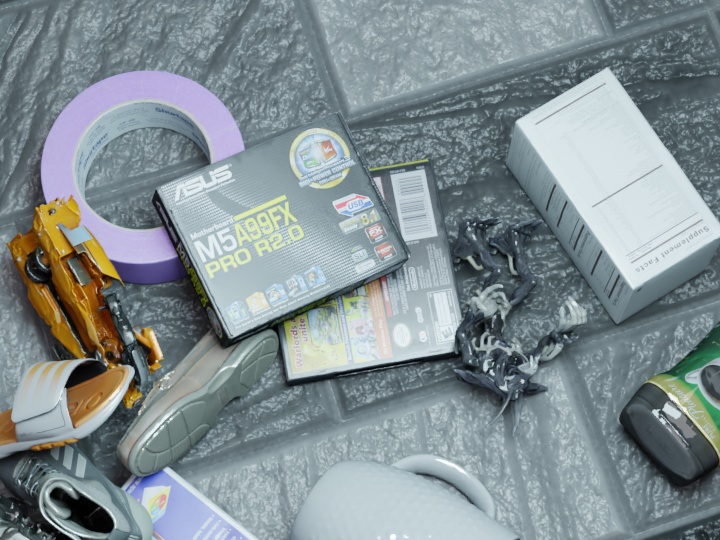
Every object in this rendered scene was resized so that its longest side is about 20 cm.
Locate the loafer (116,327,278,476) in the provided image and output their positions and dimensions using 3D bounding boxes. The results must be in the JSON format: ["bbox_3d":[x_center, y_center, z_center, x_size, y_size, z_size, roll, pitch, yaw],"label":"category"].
[{"bbox_3d":[-0.162,0.114,1.660,0.063,0.072,0.200,30,54,27],"label":"loafer"}]

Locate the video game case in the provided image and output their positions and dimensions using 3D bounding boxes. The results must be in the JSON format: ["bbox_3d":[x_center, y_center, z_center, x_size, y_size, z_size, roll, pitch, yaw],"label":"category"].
[{"bbox_3d":[0.000,0.000,1.729,0.179,0.026,0.201,-9,73,-4],"label":"video game case"}]

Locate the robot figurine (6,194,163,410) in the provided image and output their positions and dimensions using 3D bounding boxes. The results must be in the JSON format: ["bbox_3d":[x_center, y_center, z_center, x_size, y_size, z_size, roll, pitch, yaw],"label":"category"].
[{"bbox_3d":[-0.252,0.037,1.650,0.058,0.145,0.201,-29,86,-34],"label":"robot figurine"}]

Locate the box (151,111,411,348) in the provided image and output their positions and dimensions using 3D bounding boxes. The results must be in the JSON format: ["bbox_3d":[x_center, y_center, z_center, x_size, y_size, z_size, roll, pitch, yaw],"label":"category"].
[{"bbox_3d":[-0.075,-0.040,1.676,0.199,0.044,0.161,-23,82,-19],"label":"box"}]

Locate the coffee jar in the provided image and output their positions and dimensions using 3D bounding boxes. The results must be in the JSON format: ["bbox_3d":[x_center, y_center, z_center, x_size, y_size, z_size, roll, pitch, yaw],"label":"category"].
[{"bbox_3d":[0.342,0.107,1.663,0.200,0.085,0.104,-39,78,-13],"label":"coffee jar"}]

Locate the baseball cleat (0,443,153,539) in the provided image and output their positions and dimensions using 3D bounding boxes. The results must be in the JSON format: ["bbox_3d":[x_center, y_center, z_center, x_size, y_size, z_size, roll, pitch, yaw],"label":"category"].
[{"bbox_3d":[-0.273,0.189,1.591,0.199,0.106,0.070,23,82,31],"label":"baseball cleat"}]

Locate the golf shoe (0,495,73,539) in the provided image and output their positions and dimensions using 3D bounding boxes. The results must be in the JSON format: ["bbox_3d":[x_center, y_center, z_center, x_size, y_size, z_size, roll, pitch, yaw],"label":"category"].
[{"bbox_3d":[-0.310,0.264,1.594,0.199,0.078,0.095,21,84,40],"label":"golf shoe"}]

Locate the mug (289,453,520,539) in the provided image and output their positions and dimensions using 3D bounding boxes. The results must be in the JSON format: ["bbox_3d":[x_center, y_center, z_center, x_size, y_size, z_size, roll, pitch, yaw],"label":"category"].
[{"bbox_3d":[0.045,0.241,1.599,0.175,0.148,0.200,31,44,17],"label":"mug"}]

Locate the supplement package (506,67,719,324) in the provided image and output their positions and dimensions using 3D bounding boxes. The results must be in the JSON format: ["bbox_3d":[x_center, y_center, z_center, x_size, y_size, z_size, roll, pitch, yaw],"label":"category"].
[{"bbox_3d":[0.243,-0.070,1.709,0.113,0.110,0.201,-29,74,-10],"label":"supplement package"}]

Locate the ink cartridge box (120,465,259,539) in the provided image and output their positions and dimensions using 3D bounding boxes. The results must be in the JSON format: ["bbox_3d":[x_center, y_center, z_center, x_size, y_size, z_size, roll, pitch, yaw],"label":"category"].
[{"bbox_3d":[-0.179,0.305,1.616,0.200,0.047,0.198,37,74,10],"label":"ink cartridge box"}]

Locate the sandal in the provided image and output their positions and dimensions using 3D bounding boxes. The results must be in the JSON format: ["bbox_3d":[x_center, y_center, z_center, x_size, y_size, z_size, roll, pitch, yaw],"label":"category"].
[{"bbox_3d":[-0.296,0.122,1.594,0.206,0.059,0.079,-21,30,30],"label":"sandal"}]

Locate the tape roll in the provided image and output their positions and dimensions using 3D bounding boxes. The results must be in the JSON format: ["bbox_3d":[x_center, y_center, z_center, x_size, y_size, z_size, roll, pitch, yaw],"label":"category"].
[{"bbox_3d":[-0.210,-0.092,1.737,0.198,0.066,0.202,0,72,-1],"label":"tape roll"}]

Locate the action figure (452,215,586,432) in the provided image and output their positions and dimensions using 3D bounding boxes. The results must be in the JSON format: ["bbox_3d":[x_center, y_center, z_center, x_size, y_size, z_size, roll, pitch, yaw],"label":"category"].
[{"bbox_3d":[0.141,0.045,1.671,0.118,0.102,0.201,9,63,-31],"label":"action figure"}]
